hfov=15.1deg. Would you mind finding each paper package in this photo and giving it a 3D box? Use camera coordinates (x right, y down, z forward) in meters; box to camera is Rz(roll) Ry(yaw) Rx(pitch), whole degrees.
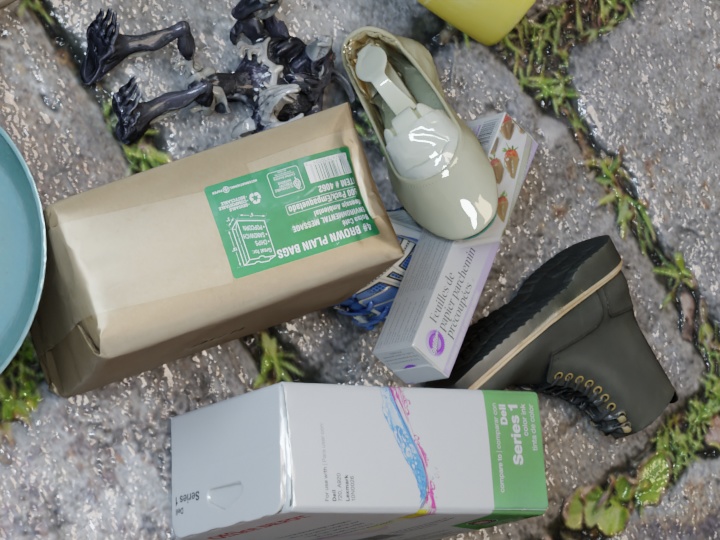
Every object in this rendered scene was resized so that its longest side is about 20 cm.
[{"bbox_3d":[-0.097,-0.008,1.652,0.200,0.191,0.104,-19,86,-16],"label":"paper package"}]

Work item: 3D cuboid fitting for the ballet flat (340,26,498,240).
[{"bbox_3d":[0.033,-0.098,1.826,0.069,0.070,0.200,14,32,-32],"label":"ballet flat"}]

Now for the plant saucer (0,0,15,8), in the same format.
[{"bbox_3d":[-0.254,-0.241,1.652,0.200,0.029,0.200,-4,63,9],"label":"plant saucer"}]

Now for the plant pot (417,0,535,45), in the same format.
[{"bbox_3d":[0.063,-0.287,1.876,0.189,0.201,0.201,31,62,-8],"label":"plant pot"}]

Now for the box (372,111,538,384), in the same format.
[{"bbox_3d":[0.065,-0.017,1.817,0.039,0.041,0.200,42,53,-29],"label":"box"}]

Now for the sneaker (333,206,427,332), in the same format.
[{"bbox_3d":[0.000,0.000,1.822,0.200,0.076,0.077,-7,78,-35],"label":"sneaker"}]

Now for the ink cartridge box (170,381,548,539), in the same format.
[{"bbox_3d":[-0.003,0.126,1.746,0.200,0.145,0.084,4,76,-34],"label":"ink cartridge box"}]

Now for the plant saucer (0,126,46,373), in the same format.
[{"bbox_3d":[-0.265,-0.010,1.593,0.036,0.200,0.200,5,73,-68],"label":"plant saucer"}]

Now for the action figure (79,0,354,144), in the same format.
[{"bbox_3d":[-0.076,-0.134,1.788,0.200,0.102,0.119,-9,72,-35],"label":"action figure"}]

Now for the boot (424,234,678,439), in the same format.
[{"bbox_3d":[0.144,0.081,1.908,0.200,0.077,0.138,-37,105,-34],"label":"boot"}]
